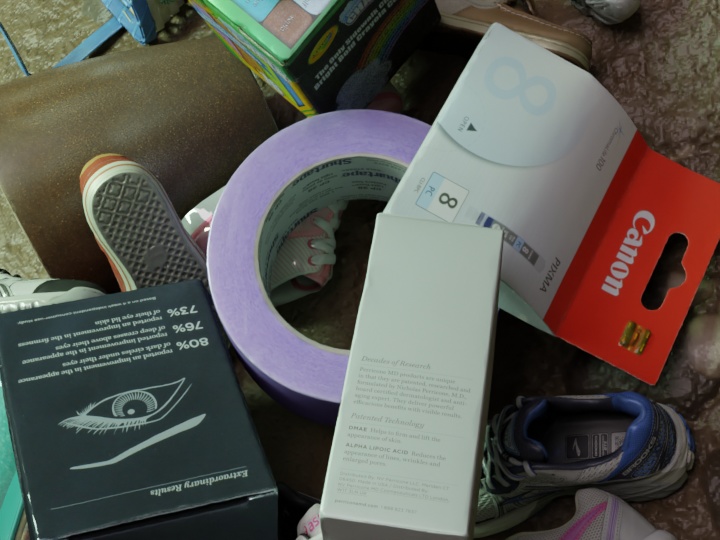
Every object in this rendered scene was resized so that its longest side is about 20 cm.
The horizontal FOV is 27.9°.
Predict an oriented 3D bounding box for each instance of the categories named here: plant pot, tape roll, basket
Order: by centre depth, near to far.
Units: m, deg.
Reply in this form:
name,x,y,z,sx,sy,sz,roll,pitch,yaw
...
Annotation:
name,x,y,z,sx,sy,sz,roll,pitch,yaw
tape roll,0.000,0.000,0.973,0.198,0.085,0.202,-1,73,2
plant pot,-0.167,-0.092,1.115,0.199,0.187,0.188,-27,55,-4
basket,-0.231,-0.267,1.221,0.199,0.177,0.139,-36,57,-6

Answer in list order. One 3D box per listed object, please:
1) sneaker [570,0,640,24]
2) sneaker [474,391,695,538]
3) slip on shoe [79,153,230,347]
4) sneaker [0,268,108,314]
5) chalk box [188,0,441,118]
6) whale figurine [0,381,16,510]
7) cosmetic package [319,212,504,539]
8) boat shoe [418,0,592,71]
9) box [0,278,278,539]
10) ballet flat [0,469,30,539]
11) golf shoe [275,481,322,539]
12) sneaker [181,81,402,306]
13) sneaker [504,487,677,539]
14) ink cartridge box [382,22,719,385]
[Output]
name,x,y,z,sx,sy,sz,roll,pitch,yaw
sneaker,0.171,-0.270,1.073,0.099,0.078,0.201,-28,57,9
sneaker,0.102,0.111,0.908,0.199,0.085,0.078,-17,58,20
slip on shoe,-0.146,-0.001,1.037,0.074,0.201,0.061,-28,36,-9
sneaker,-0.264,0.020,1.030,0.198,0.076,0.088,-10,53,19
chalk box,-0.041,-0.198,0.971,0.124,0.200,0.125,40,87,18
whale figurine,-0.262,0.132,1.079,0.158,0.104,0.201,19,77,33
cosmetic package,0.031,0.080,0.817,0.080,0.113,0.201,6,52,4
boat shoe,0.091,-0.192,1.075,0.199,0.074,0.067,23,83,34
box,-0.147,0.117,0.931,0.147,0.105,0.201,-9,44,-15
ballet flat,-0.238,0.222,1.025,0.201,0.067,0.068,-66,24,11
golf shoe,-0.010,0.189,0.874,0.072,0.092,0.200,-38,23,-17
sneaker,-0.030,-0.047,1.072,0.200,0.075,0.105,-38,72,-6
sneaker,0.104,0.209,0.868,0.200,0.081,0.088,-38,50,-2
ink cartridge box,0.132,-0.044,0.921,0.199,0.047,0.161,28,66,4
